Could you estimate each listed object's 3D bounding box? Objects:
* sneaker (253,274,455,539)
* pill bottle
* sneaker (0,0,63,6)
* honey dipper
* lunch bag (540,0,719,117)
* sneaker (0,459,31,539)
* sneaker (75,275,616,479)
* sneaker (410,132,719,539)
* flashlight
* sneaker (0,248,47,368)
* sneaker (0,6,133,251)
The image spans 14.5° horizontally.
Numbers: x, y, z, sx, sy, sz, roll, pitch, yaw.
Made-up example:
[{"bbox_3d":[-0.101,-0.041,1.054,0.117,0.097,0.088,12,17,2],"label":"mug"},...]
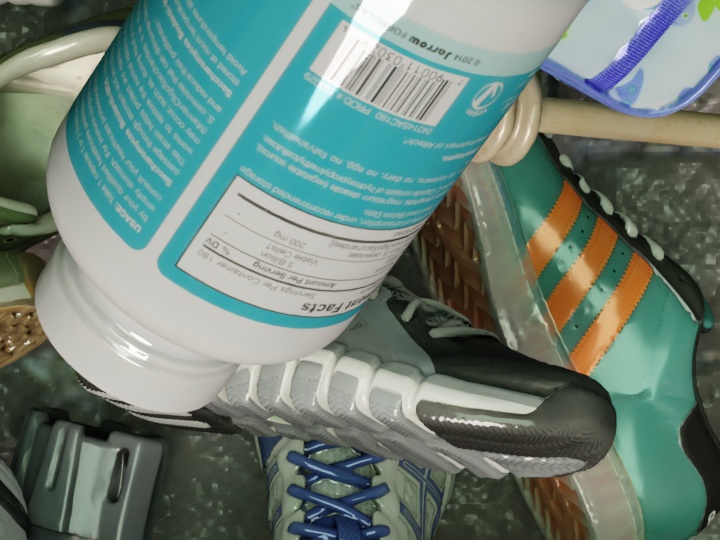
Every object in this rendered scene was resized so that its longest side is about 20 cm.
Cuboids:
[{"bbox_3d":[0.000,0.094,0.998,0.075,0.088,0.201,-4,94,0],"label":"sneaker"},{"bbox_3d":[-0.023,-0.049,0.857,0.111,0.111,0.200,34,121,-4],"label":"pill bottle"},{"bbox_3d":[-0.155,-0.185,0.975,0.099,0.075,0.201,-9,89,12],"label":"sneaker"},{"bbox_3d":[0.099,-0.049,0.980,0.199,0.038,0.038,5,95,-29],"label":"honey dipper"},{"bbox_3d":[0.096,-0.159,0.903,0.160,0.083,0.200,33,110,-23],"label":"lunch bag"},{"bbox_3d":[-0.170,0.099,0.893,0.200,0.115,0.075,17,120,-45],"label":"sneaker"},{"bbox_3d":[0.000,0.000,0.948,0.199,0.075,0.116,7,74,28],"label":"sneaker"},{"bbox_3d":[0.075,0.004,1.009,0.080,0.071,0.201,-21,90,-20],"label":"sneaker"},{"bbox_3d":[-0.120,0.151,1.014,0.067,0.068,0.201,12,90,0],"label":"flashlight"},{"bbox_3d":[-0.177,-0.001,0.871,0.067,0.200,0.090,-39,76,35],"label":"sneaker"},{"bbox_3d":[-0.140,-0.032,0.972,0.200,0.090,0.067,-29,97,1],"label":"sneaker"}]
